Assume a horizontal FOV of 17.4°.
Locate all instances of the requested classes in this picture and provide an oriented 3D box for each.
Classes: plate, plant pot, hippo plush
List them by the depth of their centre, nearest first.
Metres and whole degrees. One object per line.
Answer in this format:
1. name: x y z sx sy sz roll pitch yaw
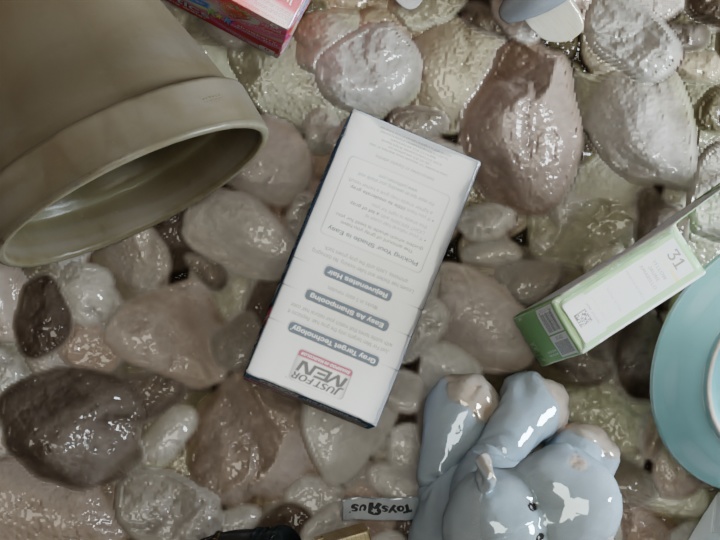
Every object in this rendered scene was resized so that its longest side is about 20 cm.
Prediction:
1. plant pot: -0.186 -0.123 1.575 0.200 0.200 0.174 -25 81 -8
2. hippo plush: 0.091 0.143 1.587 0.200 0.161 0.159 -10 85 -7
3. plate: 0.295 0.067 1.640 0.200 0.026 0.200 -8 111 -20

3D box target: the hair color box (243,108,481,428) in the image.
1. hair color box: 0.000 0.000 1.644 0.100 0.061 0.200 23 82 -3

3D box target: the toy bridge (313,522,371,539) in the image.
1. toy bridge: -0.005 0.275 1.604 0.067 0.027 0.200 -14 103 -7

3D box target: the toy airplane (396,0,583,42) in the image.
1. toy airplane: 0.081 -0.263 1.640 0.200 0.141 0.199 3 104 -21

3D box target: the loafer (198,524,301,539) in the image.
1. loafer: -0.079 0.275 1.610 0.072 0.073 0.200 -2 80 16

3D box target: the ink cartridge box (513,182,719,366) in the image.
1. ink cartridge box: 0.208 -0.008 1.625 0.200 0.146 0.048 -31 88 -9

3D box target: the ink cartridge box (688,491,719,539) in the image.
1. ink cartridge box: 0.326 0.233 1.625 0.200 0.116 0.068 33 82 -1

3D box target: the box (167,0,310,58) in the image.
1. box: -0.120 -0.242 1.638 0.200 0.103 0.095 27 82 -2
